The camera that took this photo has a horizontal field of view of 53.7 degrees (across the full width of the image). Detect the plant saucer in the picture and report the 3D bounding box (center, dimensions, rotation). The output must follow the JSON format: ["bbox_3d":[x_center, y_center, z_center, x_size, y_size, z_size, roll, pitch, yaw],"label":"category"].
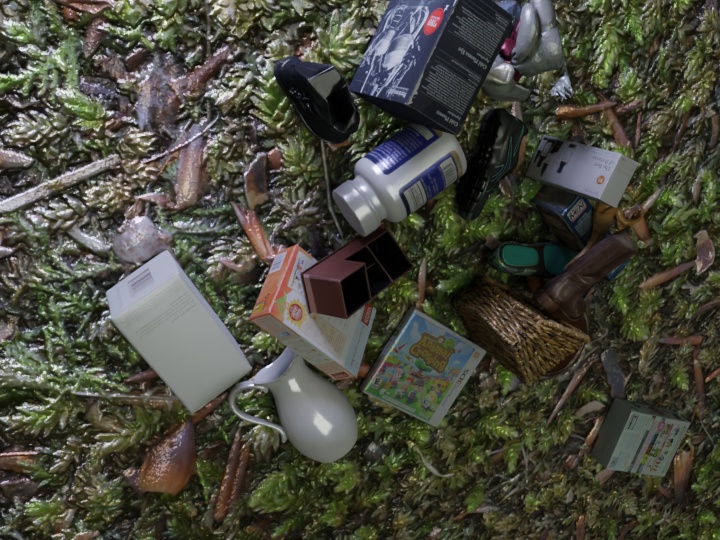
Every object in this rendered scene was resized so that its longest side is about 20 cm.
[{"bbox_3d":[0.391,0.139,1.448,0.200,0.032,0.201,-9,111,-23],"label":"plant saucer"}]

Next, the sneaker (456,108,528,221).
[{"bbox_3d":[0.233,-0.176,1.239,0.079,0.075,0.201,15,102,-30],"label":"sneaker"}]

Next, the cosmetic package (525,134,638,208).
[{"bbox_3d":[0.376,-0.175,1.231,0.051,0.200,0.083,17,100,-29],"label":"cosmetic package"}]

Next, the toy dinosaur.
[{"bbox_3d":[0.438,-0.093,1.268,0.106,0.060,0.201,12,110,5],"label":"toy dinosaur"}]

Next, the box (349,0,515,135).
[{"bbox_3d":[0.098,-0.317,1.054,0.104,0.200,0.183,21,98,-30],"label":"box"}]

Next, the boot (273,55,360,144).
[{"bbox_3d":[-0.041,-0.231,1.021,0.066,0.200,0.165,-48,120,-2],"label":"boot"}]

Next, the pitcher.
[{"bbox_3d":[-0.111,0.241,1.215,0.171,0.121,0.200,-32,108,6],"label":"pitcher"}]

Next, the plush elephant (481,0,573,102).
[{"bbox_3d":[0.247,-0.349,1.154,0.154,0.165,0.201,-13,80,18],"label":"plush elephant"}]

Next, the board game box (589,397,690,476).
[{"bbox_3d":[0.641,0.385,1.631,0.199,0.064,0.148,15,102,-27],"label":"board game box"}]

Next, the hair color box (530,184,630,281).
[{"bbox_3d":[0.416,-0.074,1.343,0.061,0.100,0.200,-46,119,-2],"label":"hair color box"}]

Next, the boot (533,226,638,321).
[{"bbox_3d":[0.435,0.006,1.297,0.200,0.064,0.186,-45,150,25],"label":"boot"}]

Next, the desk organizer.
[{"bbox_3d":[0.000,0.000,1.141,0.200,0.077,0.072,-36,124,-45],"label":"desk organizer"}]

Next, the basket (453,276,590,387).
[{"bbox_3d":[0.282,0.080,1.278,0.149,0.200,0.143,-35,123,-8],"label":"basket"}]

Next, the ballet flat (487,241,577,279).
[{"bbox_3d":[0.327,-0.018,1.344,0.199,0.074,0.074,11,103,-23],"label":"ballet flat"}]

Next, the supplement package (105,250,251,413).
[{"bbox_3d":[-0.275,0.092,1.078,0.117,0.117,0.200,-36,118,-9],"label":"supplement package"}]

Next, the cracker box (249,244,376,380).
[{"bbox_3d":[-0.072,0.072,1.160,0.200,0.058,0.134,40,51,-29],"label":"cracker box"}]

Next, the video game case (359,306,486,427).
[{"bbox_3d":[0.122,0.187,1.346,0.200,0.022,0.182,31,93,-30],"label":"video game case"}]

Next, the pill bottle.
[{"bbox_3d":[0.059,-0.149,1.143,0.200,0.120,0.120,-36,119,-9],"label":"pill bottle"}]
